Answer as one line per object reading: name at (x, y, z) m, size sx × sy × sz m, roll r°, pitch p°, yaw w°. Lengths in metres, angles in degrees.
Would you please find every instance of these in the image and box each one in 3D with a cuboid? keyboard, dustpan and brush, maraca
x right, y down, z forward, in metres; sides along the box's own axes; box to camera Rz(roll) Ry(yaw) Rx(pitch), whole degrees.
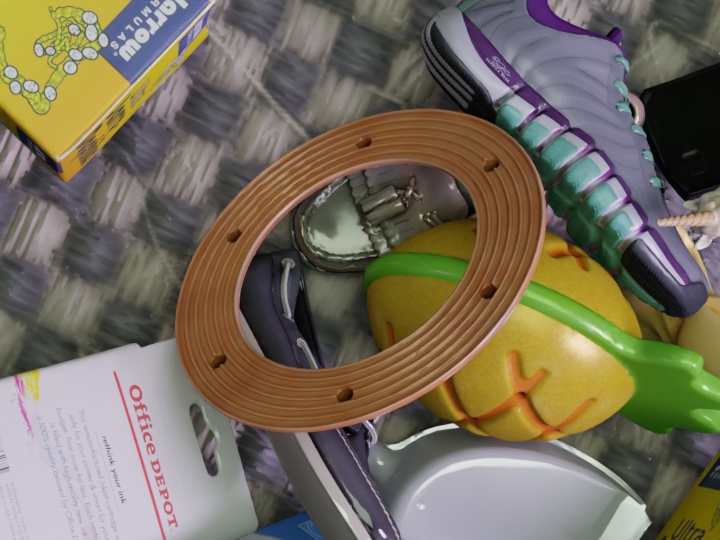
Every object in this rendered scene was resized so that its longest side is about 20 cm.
keyboard at (0.254, -0.079, 1.199) m, size 0.199 × 0.040 × 0.105 m, roll -18°, pitch 57°, yaw 6°
dustpan and brush at (0.033, 0.119, 1.188) m, size 0.200 × 0.057 × 0.140 m, roll 36°, pitch 94°, yaw -9°
maraca at (0.094, 0.038, 1.151) m, size 0.199 × 0.137 × 0.107 m, roll 20°, pitch 74°, yaw 7°

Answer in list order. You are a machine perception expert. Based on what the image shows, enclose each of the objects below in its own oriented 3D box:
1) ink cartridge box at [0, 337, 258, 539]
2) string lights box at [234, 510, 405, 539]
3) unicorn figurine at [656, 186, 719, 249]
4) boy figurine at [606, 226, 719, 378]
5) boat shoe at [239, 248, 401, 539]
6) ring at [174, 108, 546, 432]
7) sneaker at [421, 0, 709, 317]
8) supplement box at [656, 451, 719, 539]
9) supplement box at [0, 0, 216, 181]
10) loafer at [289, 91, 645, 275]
ink cartridge box at (-0.156, 0.108, 1.126) m, size 0.199 × 0.068 × 0.116 m, roll -14°, pitch 86°, yaw -44°
string lights box at (-0.050, 0.185, 1.090) m, size 0.199 × 0.103 × 0.059 m, roll -18°, pitch 127°, yaw -42°
unicorn figurine at (0.239, -0.073, 1.142) m, size 0.137 × 0.074 × 0.201 m, roll -5°, pitch 44°, yaw 24°
boy figurine at (0.215, 0.045, 1.187) m, size 0.200 × 0.124 × 0.065 m, roll 38°, pitch 108°, yaw 25°
boat shoe at (-0.019, 0.065, 1.138) m, size 0.062 × 0.073 × 0.200 m, roll -22°, pitch 54°, yaw -13°
ring at (0.000, 0.000, 1.106) m, size 0.200 × 0.200 × 0.019 m, roll -42°, pitch 133°, yaw -9°
sneaker at (0.124, -0.072, 1.140) m, size 0.087 × 0.074 × 0.200 m, roll -41°, pitch 90°, yaw -11°
supplement box at (0.248, 0.195, 1.154) m, size 0.200 × 0.109 × 0.110 m, roll 39°, pitch 81°, yaw -10°
supplement box at (-0.176, -0.152, 1.069) m, size 0.200 × 0.109 × 0.110 m, roll 44°, pitch 84°, yaw -2°
loafer at (0.057, -0.056, 1.196) m, size 0.199 × 0.063 × 0.072 m, roll -22°, pitch 88°, yaw -9°
